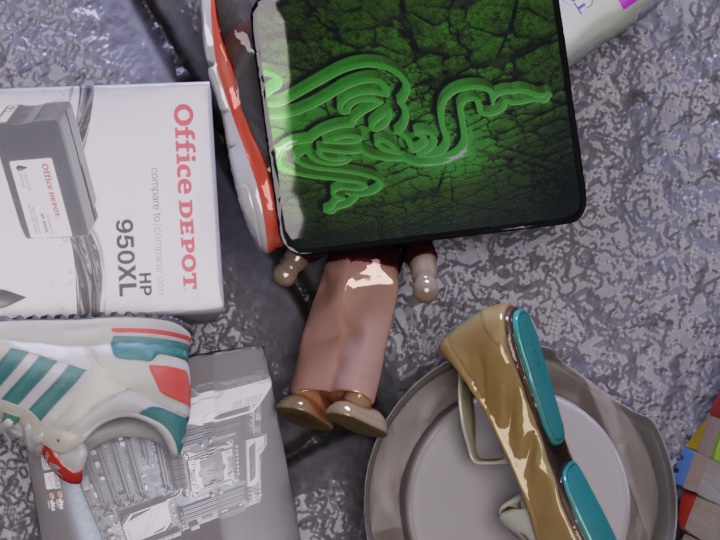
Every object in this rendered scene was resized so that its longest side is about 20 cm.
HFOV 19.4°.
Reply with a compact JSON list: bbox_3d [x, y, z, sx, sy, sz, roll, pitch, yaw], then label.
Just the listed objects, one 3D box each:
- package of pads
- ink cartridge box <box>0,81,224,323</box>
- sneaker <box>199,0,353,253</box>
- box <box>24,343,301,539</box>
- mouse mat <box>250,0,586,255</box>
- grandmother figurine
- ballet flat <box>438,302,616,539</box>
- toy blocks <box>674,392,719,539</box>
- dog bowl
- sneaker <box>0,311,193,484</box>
[{"bbox_3d":[0.080,-0.214,1.352,0.154,0.068,0.200,-34,89,-10],"label":"package of pads"},{"bbox_3d":[-0.186,-0.037,1.291,0.199,0.084,0.145,-3,86,-8],"label":"ink cartridge box"},{"bbox_3d":[-0.050,-0.113,1.313,0.081,0.077,0.201,-13,83,-1],"label":"sneaker"},{"bbox_3d":[-0.118,0.157,1.298,0.157,0.050,0.201,-9,85,-8],"label":"box"},{"bbox_3d":[0.038,-0.098,1.290,0.199,0.008,0.162,-7,86,-14],"label":"mouse mat"},{"bbox_3d":[0.000,0.000,1.317,0.121,0.061,0.201,8,71,23],"label":"grandmother figurine"},{"bbox_3d":[0.103,0.120,1.277,0.063,0.069,0.201,-22,85,19],"label":"ballet flat"},{"bbox_3d":[0.243,0.125,1.314,0.100,0.137,0.201,19,89,-9],"label":"toy blocks"},{"bbox_3d":[0.096,0.147,1.325,0.199,0.059,0.201,1,85,-7],"label":"dog bowl"},{"bbox_3d":[-0.194,0.078,1.235,0.199,0.070,0.094,-3,76,-10],"label":"sneaker"}]
